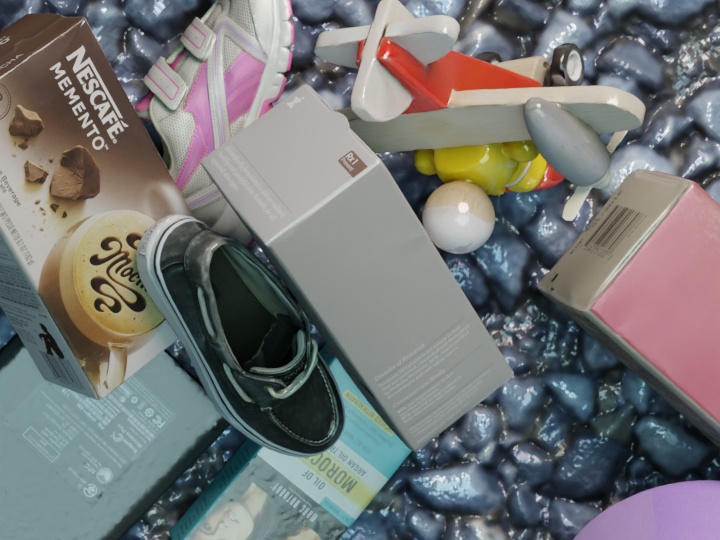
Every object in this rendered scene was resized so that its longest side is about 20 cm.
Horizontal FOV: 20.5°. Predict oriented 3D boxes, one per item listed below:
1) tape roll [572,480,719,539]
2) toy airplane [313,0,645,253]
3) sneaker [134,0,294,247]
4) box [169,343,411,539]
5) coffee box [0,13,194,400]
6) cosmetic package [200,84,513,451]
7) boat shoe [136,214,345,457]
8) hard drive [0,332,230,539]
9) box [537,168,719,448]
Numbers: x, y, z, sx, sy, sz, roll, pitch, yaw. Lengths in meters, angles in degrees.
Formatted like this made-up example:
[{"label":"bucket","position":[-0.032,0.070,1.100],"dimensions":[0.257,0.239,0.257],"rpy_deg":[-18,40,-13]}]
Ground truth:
[{"label":"tape roll","position":[0.226,0.235,1.300],"dimensions":[0.200,0.066,0.200],"rpy_deg":[2,123,3]},{"label":"toy airplane","position":[0.057,-0.082,1.210],"dimensions":[0.199,0.200,0.141],"rpy_deg":[4,84,-8]},{"label":"sneaker","position":[-0.094,-0.116,1.243],"dimensions":[0.088,0.081,0.200],"rpy_deg":[8,95,-11]},{"label":"box","position":[-0.030,0.126,1.299],"dimensions":[0.082,0.049,0.200],"rpy_deg":[39,90,-11]},{"label":"coffee box","position":[-0.177,-0.039,1.186],"dimensions":[0.113,0.080,0.200],"rpy_deg":[-38,116,-25]},{"label":"cosmetic package","position":[0.000,0.000,1.170],"dimensions":[0.090,0.107,0.200],"rpy_deg":[-39,128,-2]},{"label":"boat shoe","position":[-0.061,0.050,1.191],"dimensions":[0.072,0.071,0.200],"rpy_deg":[-51,128,-16]},{"label":"hard drive","position":[-0.199,0.119,1.277],"dimensions":[0.200,0.033,0.140],"rpy_deg":[-46,101,-4]},{"label":"box","position":[0.233,0.040,1.287],"dimensions":[0.200,0.128,0.109],"rpy_deg":[40,89,-12]}]
